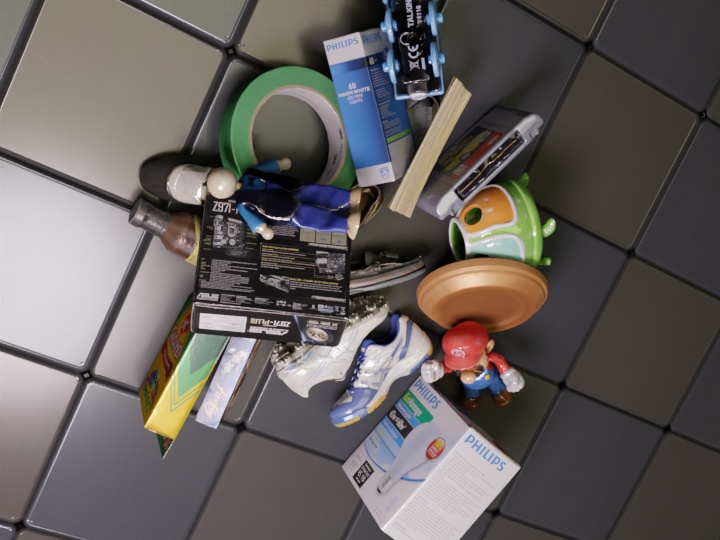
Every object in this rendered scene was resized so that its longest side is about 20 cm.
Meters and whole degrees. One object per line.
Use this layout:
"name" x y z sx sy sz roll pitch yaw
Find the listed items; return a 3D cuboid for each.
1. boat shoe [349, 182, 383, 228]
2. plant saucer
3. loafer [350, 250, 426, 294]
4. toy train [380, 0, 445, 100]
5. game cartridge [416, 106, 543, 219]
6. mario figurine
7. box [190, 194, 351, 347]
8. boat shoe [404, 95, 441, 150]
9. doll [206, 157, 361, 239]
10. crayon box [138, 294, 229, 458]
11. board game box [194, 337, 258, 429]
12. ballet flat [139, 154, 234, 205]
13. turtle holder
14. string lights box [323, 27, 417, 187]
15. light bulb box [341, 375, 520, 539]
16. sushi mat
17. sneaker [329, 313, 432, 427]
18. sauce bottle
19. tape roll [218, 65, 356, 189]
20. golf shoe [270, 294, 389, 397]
"boat shoe" -0.049 -0.059 1.403 0.075 0.075 0.202 45 80 -5
"plant saucer" 0.183 0.045 1.477 0.198 0.200 0.038 13 58 -21
"loafer" 0.000 0.000 1.457 0.198 0.072 0.064 -16 99 -9
"toy train" 0.072 -0.326 1.324 0.086 0.114 0.202 -7 88 10
"game cartridge" 0.163 -0.160 1.424 0.200 0.133 0.041 -44 107 -3
"mario figurine" 0.172 0.165 1.508 0.123 0.106 0.200 -39 141 -7
"box" -0.115 0.001 1.286 0.198 0.086 0.165 6 61 -9
"boat shoe" 0.086 -0.238 1.414 0.075 0.060 0.202 -11 110 -15
"doll" -0.099 -0.096 1.264 0.198 0.137 0.049 10 142 -9
"crayon box" -0.257 0.147 1.382 0.050 0.127 0.201 26 97 -22
"board game box" -0.168 0.113 1.397 0.034 0.136 0.201 25 99 0
"ballet flat" -0.202 -0.118 1.351 0.198 0.068 0.069 5 105 -20
"turtle holder" 0.201 -0.052 1.482 0.131 0.186 0.142 -17 77 -13
"string lights box" 0.019 -0.227 1.350 0.058 0.103 0.202 -9 103 27
"light bulb box" 0.104 0.304 1.514 0.125 0.198 0.200 41 90 -26
"sushi mat" 0.098 -0.169 1.367 0.012 0.096 0.201 29 98 19
"sneaker" 0.015 0.150 1.513 0.200 0.075 0.088 -43 106 -11
"sauce bottle" -0.226 -0.039 1.369 0.199 0.065 0.065 28 97 -25
"tape roll" -0.094 -0.175 1.345 0.199 0.048 0.203 0 90 -29
"golf shoe" -0.034 0.114 1.480 0.199 0.078 0.098 -30 116 3
